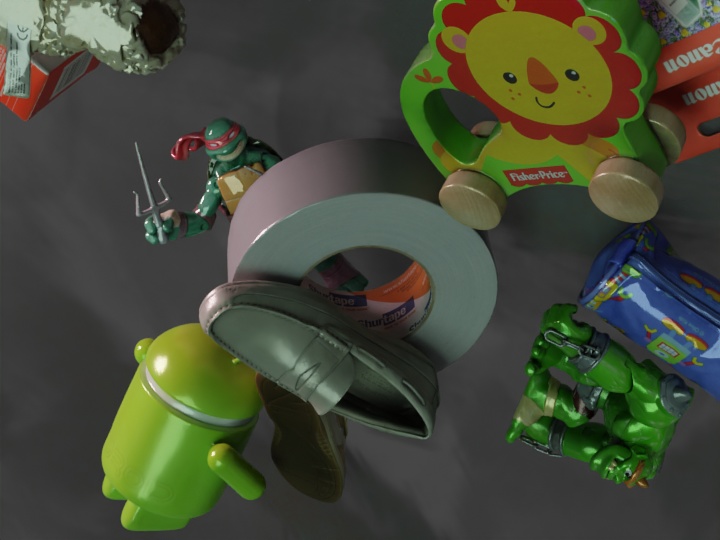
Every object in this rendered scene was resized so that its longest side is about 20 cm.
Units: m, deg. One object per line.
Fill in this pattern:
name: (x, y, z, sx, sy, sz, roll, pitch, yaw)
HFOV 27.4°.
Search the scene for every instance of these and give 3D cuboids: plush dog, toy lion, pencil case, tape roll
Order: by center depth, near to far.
toy lion: (0.104, -0.116, 0.929, 0.199, 0.069, 0.192, -2, 137, 43)
pencil case: (0.250, 0.044, 1.028, 0.199, 0.078, 0.087, 34, 163, 5)
plush dog: (-0.215, -0.224, 1.056, 0.159, 0.172, 0.201, -24, 105, 21)
tape roll: (0.000, 0.000, 1.097, 0.198, 0.067, 0.202, -4, 133, -4)

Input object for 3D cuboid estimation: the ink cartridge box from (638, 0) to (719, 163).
ink cartridge box: (0.191, -0.156, 0.936, 0.108, 0.050, 0.201, -20, 110, 40)

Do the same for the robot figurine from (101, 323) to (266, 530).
robot figurine: (-0.155, 0.135, 1.300, 0.176, 0.115, 0.201, 47, 119, 43)

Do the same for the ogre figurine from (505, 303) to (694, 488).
ogre figurine: (0.180, 0.098, 1.099, 0.119, 0.098, 0.201, 24, 134, 14)

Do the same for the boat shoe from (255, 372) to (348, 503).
boat shoe: (-0.039, 0.128, 1.280, 0.073, 0.067, 0.201, 17, 143, 19)

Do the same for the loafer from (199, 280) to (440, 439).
loafer: (-0.025, 0.066, 1.061, 0.199, 0.070, 0.070, 22, 126, -25)

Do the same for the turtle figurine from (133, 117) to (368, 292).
turtle figurine: (-0.081, -0.048, 1.150, 0.148, 0.101, 0.201, -17, 123, 23)

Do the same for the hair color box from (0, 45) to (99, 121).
hair color box: (-0.301, -0.220, 1.159, 0.200, 0.102, 0.061, 41, 134, 0)
